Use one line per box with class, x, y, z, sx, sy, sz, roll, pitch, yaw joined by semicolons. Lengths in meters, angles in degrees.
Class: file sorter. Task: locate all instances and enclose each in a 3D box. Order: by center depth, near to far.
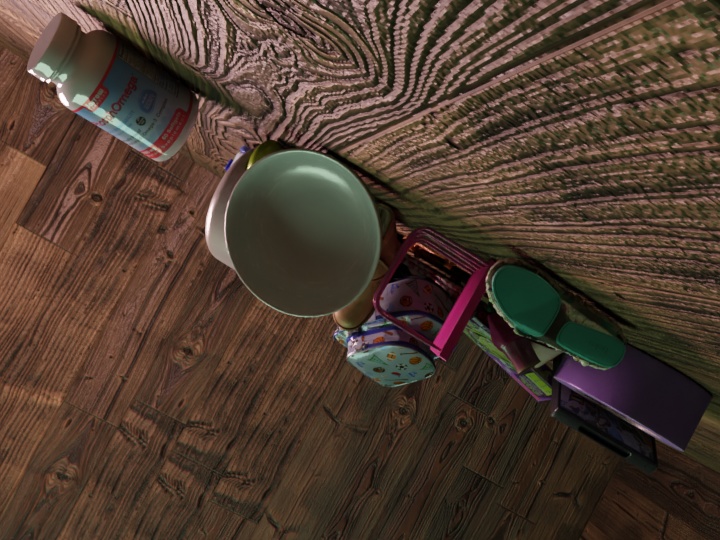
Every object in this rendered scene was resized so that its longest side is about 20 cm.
file sorter;0.095;0.027;0.987;0.124;0.141;0.200;31;178;4

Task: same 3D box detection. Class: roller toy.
roller toy;-0.121;-0.072;1.023;0.138;0.185;0.200;28;178;14

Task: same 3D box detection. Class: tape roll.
tape roll;0.383;0.166;1.005;0.198;0.086;0.200;29;178;1

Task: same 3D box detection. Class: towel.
towel;0.132;0.015;1.282;0.199;0.030;0.146;34;-177;33

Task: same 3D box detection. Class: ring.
ring;0.154;0.000;1.189;0.198;0.019;0.200;31;178;1

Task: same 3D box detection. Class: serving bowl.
serving bowl;-0.064;-0.049;0.867;0.198;0.202;0.066;29;-162;4

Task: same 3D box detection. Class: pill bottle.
pill bottle;-0.317;-0.236;0.915;0.199;0.110;0.108;31;178;-39

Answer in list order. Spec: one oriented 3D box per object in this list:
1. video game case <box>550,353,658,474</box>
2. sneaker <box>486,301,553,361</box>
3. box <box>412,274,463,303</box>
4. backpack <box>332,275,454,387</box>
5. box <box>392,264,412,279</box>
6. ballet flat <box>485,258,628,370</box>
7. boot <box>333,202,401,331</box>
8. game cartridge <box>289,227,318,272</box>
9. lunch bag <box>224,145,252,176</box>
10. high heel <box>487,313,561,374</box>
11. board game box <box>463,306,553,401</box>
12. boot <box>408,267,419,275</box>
video game case;0.393;0.207;1.146;0.179;0.026;0.201;30;-146;-2
sneaker;0.310;0.135;1.301;0.198;0.086;0.078;29;179;14
box;0.101;0.066;1.398;0.197;0.101;0.075;4;144;28
backpack;0.066;0.098;1.192;0.199;0.188;0.156;35;-142;-45
box;0.002;-0.008;1.304;0.199;0.104;0.149;34;-160;-44
ballet flat;0.211;0.047;0.789;0.198;0.076;0.064;34;-167;-16
boot;0.000;0.000;1.042;0.065;0.177;0.200;28;175;12
game cartridge;-0.038;-0.043;1.002;0.041;0.134;0.200;40;-163;12
lunch bag;-0.151;-0.142;1.220;0.159;0.083;0.200;29;178;-2
high heel;0.265;0.100;1.106;0.199;0.067;0.097;3;-127;-61
board game box;0.261;0.147;1.223;0.200;0.032;0.120;43;162;4
boot;0.154;0.031;1.467;0.197;0.074;0.090;23;173;-24
